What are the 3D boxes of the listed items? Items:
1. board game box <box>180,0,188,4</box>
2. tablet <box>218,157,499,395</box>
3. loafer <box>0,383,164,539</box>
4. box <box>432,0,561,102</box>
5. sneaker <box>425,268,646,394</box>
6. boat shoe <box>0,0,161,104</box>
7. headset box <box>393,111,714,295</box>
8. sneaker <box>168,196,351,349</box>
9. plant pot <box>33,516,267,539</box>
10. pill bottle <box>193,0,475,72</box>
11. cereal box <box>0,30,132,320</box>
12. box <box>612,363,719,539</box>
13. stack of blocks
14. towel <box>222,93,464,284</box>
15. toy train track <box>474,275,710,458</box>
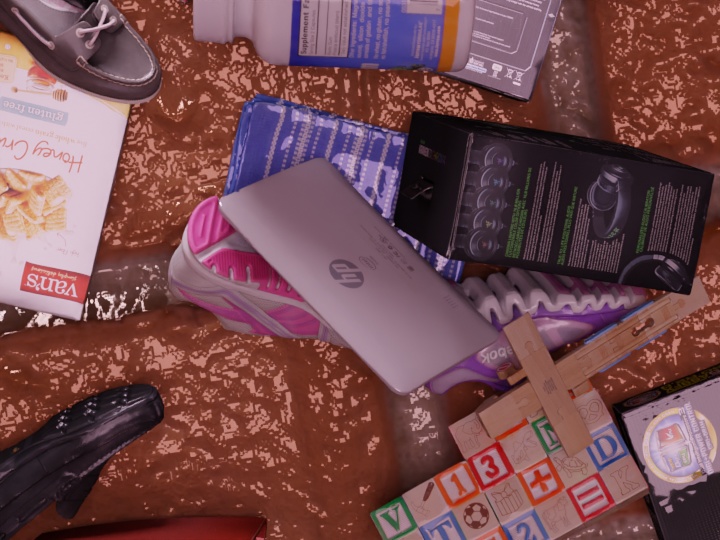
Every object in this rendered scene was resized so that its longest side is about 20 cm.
[{"bbox_3d":[-0.129,-0.320,1.521,0.126,0.035,0.201,33,93,-6],"label":"board game box"},{"bbox_3d":[0.000,0.000,1.475,0.200,0.130,0.014,45,129,16],"label":"tablet"},{"bbox_3d":[-0.232,0.155,1.555,0.200,0.068,0.071,-31,106,5],"label":"loafer"},{"bbox_3d":[0.058,-0.232,1.537,0.198,0.048,0.160,16,94,-5],"label":"box"},{"bbox_3d":[0.124,0.047,1.563,0.198,0.081,0.089,-9,114,-9],"label":"sneaker"},{"bbox_3d":[-0.230,-0.196,1.492,0.199,0.057,0.067,36,60,6],"label":"boat shoe"},{"bbox_3d":[0.130,-0.053,1.485,0.198,0.174,0.094,8,98,-15],"label":"headset box"},{"bbox_3d":[-0.060,0.011,1.531,0.199,0.088,0.082,25,57,-25],"label":"sneaker"},{"bbox_3d":[-0.180,0.288,1.517,0.175,0.200,0.202,9,96,5],"label":"plant pot"},{"bbox_3d":[-0.020,-0.202,1.456,0.198,0.112,0.113,2,96,-2],"label":"pill bottle"},{"bbox_3d":[-0.258,-0.075,1.537,0.143,0.040,0.202,13,95,-6],"label":"cereal box"},{"bbox_3d":[0.307,0.174,1.602,0.159,0.044,0.202,-20,97,-2],"label":"box"},{"bbox_3d":[0.109,0.167,1.563,0.199,0.059,0.116,-30,76,3],"label":"stack of blocks"},{"bbox_3d":[-0.009,-0.044,1.567,0.198,0.024,0.146,14,96,-5],"label":"towel"},{"bbox_3d":[0.171,0.062,1.521,0.199,0.033,0.115,-31,105,-10],"label":"toy train track"}]
